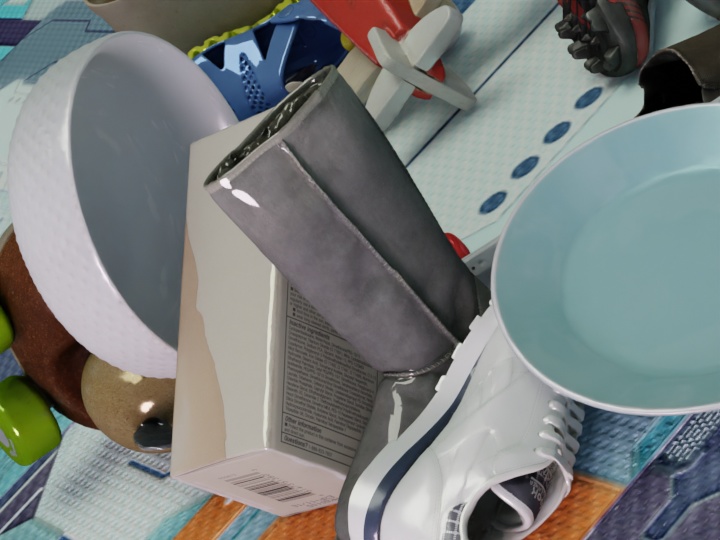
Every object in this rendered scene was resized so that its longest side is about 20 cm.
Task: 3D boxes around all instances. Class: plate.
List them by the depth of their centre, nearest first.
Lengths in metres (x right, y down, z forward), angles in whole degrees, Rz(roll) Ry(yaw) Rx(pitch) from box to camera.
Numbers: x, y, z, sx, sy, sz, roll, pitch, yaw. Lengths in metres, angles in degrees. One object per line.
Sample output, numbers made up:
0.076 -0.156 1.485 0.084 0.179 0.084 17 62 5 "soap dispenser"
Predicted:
0.162 -0.003 1.169 0.199 0.026 0.201 -10 47 11 "plate"

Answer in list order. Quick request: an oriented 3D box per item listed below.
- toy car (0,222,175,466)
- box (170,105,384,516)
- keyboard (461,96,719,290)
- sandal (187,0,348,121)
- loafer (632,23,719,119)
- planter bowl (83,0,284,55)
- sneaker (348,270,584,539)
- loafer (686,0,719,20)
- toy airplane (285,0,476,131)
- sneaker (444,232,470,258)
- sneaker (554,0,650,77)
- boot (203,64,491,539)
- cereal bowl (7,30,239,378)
-0.135 0.049 1.456 0.164 0.158 0.200 -35 34 -21 "toy car"
-0.042 0.022 1.309 0.078 0.095 0.201 -19 58 39 "box"
0.127 -0.019 1.269 0.200 0.056 0.011 -33 6 25 "keyboard"
-0.069 -0.147 1.776 0.200 0.080 0.087 -41 27 1 "sandal"
0.194 -0.100 1.303 0.073 0.071 0.200 -2 44 54 "loafer"
-0.100 -0.225 1.882 0.200 0.135 0.200 -32 25 17 "planter bowl"
0.078 0.080 1.179 0.080 0.076 0.200 9 54 41 "sneaker"
0.263 -0.225 1.462 0.200 0.063 0.072 -44 -8 -17 "loafer"
0.026 -0.173 1.635 0.200 0.141 0.200 -5 78 40 "toy airplane"
0.000 0.000 1.442 0.085 0.077 0.200 -29 22 -25 "sneaker"
0.162 -0.200 1.519 0.098 0.071 0.201 -7 45 -7 "sneaker"
-0.007 0.023 1.221 0.072 0.200 0.182 -7 40 49 "boot"
-0.134 -0.030 1.362 0.083 0.200 0.200 -19 30 29 "cereal bowl"
